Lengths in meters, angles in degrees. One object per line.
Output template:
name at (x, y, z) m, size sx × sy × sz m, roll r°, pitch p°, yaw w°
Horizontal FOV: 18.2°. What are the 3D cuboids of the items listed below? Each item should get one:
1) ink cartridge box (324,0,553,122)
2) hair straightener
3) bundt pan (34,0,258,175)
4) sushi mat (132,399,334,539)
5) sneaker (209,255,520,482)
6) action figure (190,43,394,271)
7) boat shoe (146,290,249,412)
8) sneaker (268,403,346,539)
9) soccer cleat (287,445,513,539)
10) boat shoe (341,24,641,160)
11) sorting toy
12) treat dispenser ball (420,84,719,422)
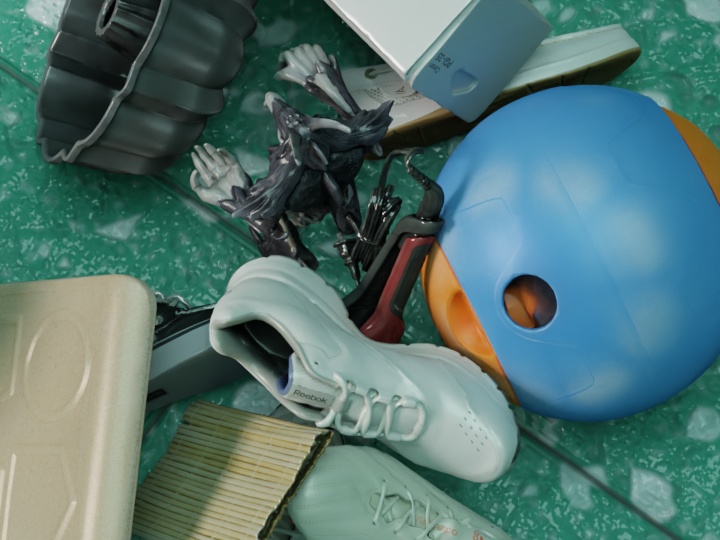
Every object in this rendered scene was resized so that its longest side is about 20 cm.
ink cartridge box at (0.010, -0.195, 1.368) m, size 0.083 × 0.146 × 0.200 m, roll -47°, pitch 72°, yaw 9°
hair straightener at (0.000, 0.000, 1.341) m, size 0.041 × 0.201 × 0.077 m, roll -11°, pitch 47°, yaw -33°
bundt pan at (-0.125, -0.148, 1.402) m, size 0.075 × 0.202 × 0.203 m, roll 21°, pitch 72°, yaw -24°
sushi mat at (-0.084, 0.123, 1.319) m, size 0.012 × 0.200 × 0.096 m, roll 36°, pitch 77°, yaw -23°
sneaker at (-0.003, 0.069, 1.291) m, size 0.199 × 0.087 × 0.075 m, roll 27°, pitch 115°, yaw 9°
action figure at (-0.043, -0.068, 1.364) m, size 0.119 × 0.200 × 0.102 m, roll -41°, pitch 78°, yaw -11°
boat shoe at (-0.127, 0.046, 1.399) m, size 0.199 × 0.074 × 0.068 m, roll -25°, pitch 68°, yaw 8°
sneaker at (-0.049, 0.162, 1.339) m, size 0.075 × 0.115 × 0.202 m, roll 12°, pitch 71°, yaw 4°
soccer cleat at (0.040, 0.156, 1.311) m, size 0.077 × 0.200 × 0.070 m, roll 9°, pitch 71°, yaw 49°
boat shoe at (0.080, -0.133, 1.452) m, size 0.199 × 0.071 × 0.070 m, roll -16°, pitch 75°, yaw -4°
sorting toy at (-0.200, 0.099, 1.346) m, size 0.199 × 0.036 × 0.186 m, roll -3°, pitch 77°, yaw 41°
treat dispenser ball at (0.135, -0.010, 1.347) m, size 0.200 × 0.201 × 0.202 m, roll 0°, pitch 73°, yaw 0°
